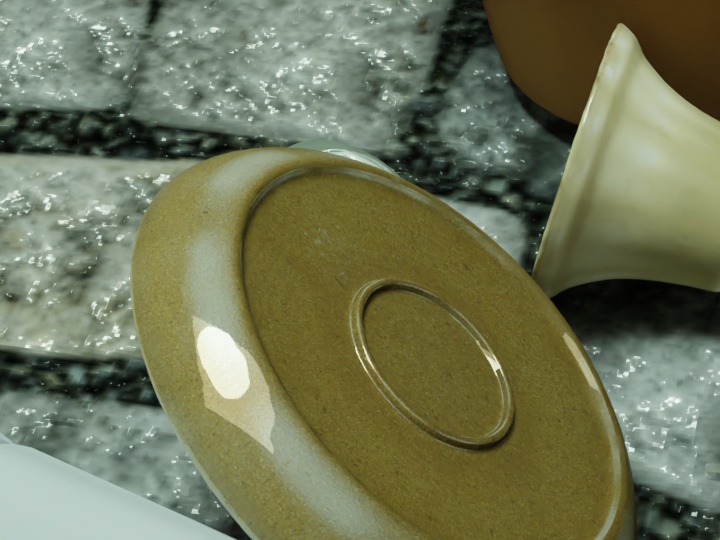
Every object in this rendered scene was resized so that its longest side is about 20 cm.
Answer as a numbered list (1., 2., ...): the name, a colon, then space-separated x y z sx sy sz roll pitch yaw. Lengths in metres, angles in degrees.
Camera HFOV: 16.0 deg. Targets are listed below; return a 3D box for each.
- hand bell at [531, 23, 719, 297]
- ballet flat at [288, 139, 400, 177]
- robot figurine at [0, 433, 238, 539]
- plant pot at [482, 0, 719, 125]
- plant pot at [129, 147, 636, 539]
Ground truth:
1. hand bell: 0.169 -0.007 0.909 0.199 0.104 0.104 19 45 5
2. ballet flat: 0.000 0.000 0.910 0.067 0.064 0.201 -8 42 -5
3. robot figurine: -0.096 0.115 0.754 0.199 0.114 0.169 21 24 25
4. plant pot: 0.121 -0.144 0.993 0.199 0.141 0.201 -1 36 1
5. plant pot: 0.017 0.035 0.808 0.199 0.027 0.201 29 36 -23
